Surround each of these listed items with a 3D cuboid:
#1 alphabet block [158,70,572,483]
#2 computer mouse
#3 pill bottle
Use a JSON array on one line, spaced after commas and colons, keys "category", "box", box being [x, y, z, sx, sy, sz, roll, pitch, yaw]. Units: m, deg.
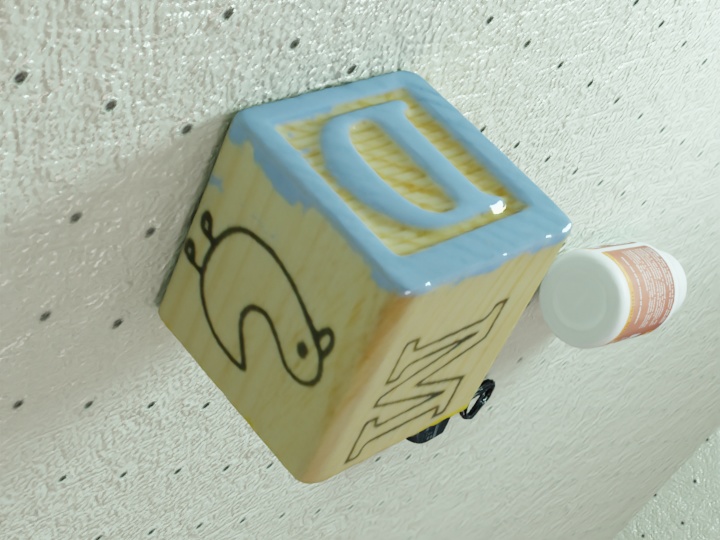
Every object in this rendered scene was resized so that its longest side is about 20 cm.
[{"category": "alphabet block", "box": [0.000, 0.000, 1.065, 0.196, 0.195, 0.201, -18, 145, -42]}, {"category": "computer mouse", "box": [0.101, 0.157, 1.700, 0.200, 0.034, 0.059, -14, 126, -58]}, {"category": "pill bottle", "box": [0.301, 0.025, 1.690, 0.199, 0.112, 0.113, -7, 138, -53]}]
